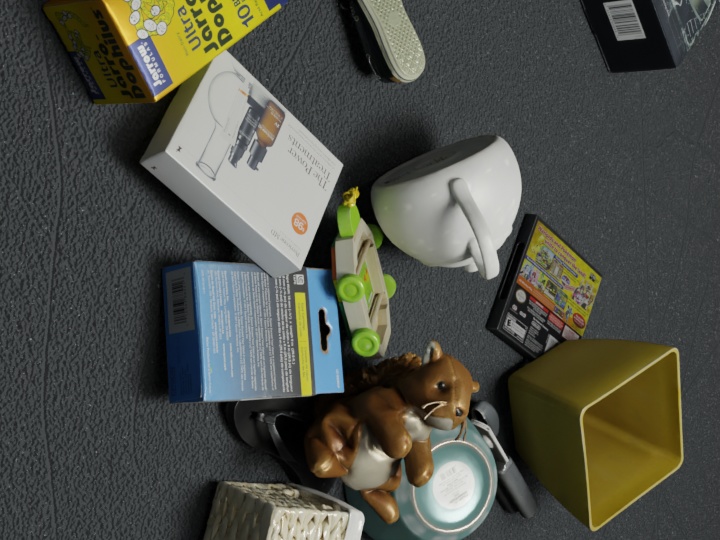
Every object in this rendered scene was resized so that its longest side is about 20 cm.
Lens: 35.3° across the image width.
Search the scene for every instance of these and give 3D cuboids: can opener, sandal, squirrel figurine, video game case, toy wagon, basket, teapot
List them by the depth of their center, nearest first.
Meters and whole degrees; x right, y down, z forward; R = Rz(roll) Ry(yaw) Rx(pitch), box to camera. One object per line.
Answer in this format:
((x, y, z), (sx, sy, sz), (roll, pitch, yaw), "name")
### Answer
((-0.100, 0.338, 1.235), (0.123, 0.135, 0.202), (16, 85, -39), "basket")
((0.039, 0.153, 1.291), (0.187, 0.200, 0.141), (-44, 116, 11), "squirrel figurine")
((-0.080, 0.192, 1.308), (0.200, 0.043, 0.076), (48, 61, -37), "sandal")
((0.000, 0.000, 1.323), (0.155, 0.039, 0.201), (-70, 148, -63), "toy wagon")
((0.116, -0.066, 1.365), (0.200, 0.196, 0.147), (-35, 108, -47), "teapot")
((0.203, 0.265, 1.596), (0.067, 0.053, 0.201), (-52, 128, -27), "can opener")
((0.275, 0.044, 1.666), (0.200, 0.025, 0.182), (35, 70, -41), "video game case")

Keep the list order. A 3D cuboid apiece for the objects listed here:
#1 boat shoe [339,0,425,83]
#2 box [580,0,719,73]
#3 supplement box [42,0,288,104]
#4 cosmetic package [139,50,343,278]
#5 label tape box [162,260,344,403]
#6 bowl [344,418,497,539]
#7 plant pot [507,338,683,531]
((0.015, -0.314, 1.340), (0.074, 0.062, 0.201), (-25, 97, -36), "boat shoe")
((0.437, -0.439, 1.711), (0.197, 0.123, 0.201), (-54, 128, -30), "box")
((-0.186, -0.260, 1.105), (0.200, 0.109, 0.109), (-45, 124, -32), "supplement box")
((-0.119, -0.112, 1.191), (0.200, 0.051, 0.152), (42, 54, -30), "cosmetic package")
((-0.114, 0.068, 1.227), (0.199, 0.063, 0.146), (4, 79, -46), "label tape box")
((0.089, 0.257, 1.400), (0.199, 0.105, 0.203), (0, 91, -24), "bowl")
((0.321, 0.206, 1.601), (0.199, 0.176, 0.201), (-26, 120, -29), "plant pot")
